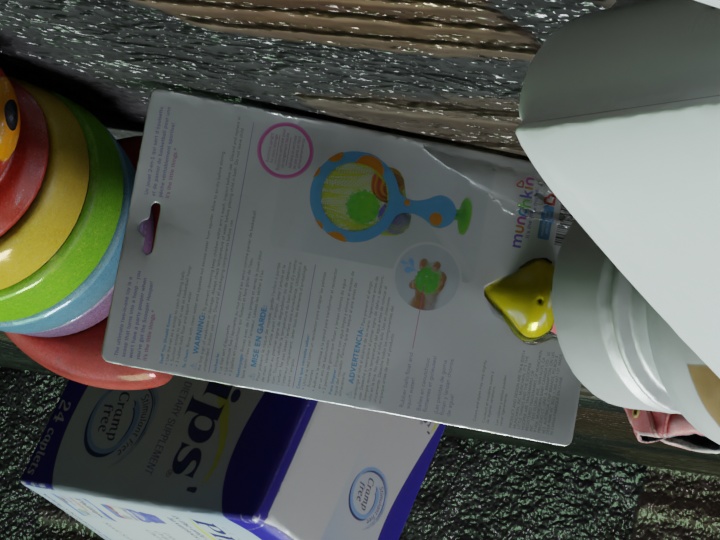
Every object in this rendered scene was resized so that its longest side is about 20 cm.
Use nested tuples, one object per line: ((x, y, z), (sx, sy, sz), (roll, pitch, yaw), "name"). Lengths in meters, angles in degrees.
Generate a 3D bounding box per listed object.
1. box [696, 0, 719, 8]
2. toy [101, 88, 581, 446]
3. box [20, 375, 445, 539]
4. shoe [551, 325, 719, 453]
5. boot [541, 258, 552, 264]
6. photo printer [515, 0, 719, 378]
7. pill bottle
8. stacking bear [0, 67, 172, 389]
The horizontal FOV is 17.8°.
((0.078, -0.093, 0.441), (0.144, 0.036, 0.200), (13, 172, -22), "box")
((0.000, 0.000, 0.975), (0.199, 0.116, 0.047), (11, 177, -2), "toy")
((-0.058, 0.069, 1.268), (0.200, 0.184, 0.105), (3, 151, 44), "box")
((0.140, 0.042, 1.198), (0.200, 0.091, 0.071), (4, 171, 40), "shoe")
((0.044, -0.004, 1.100), (0.144, 0.073, 0.200), (-16, -166, -4), "boot")
((0.152, -0.012, 0.610), (0.166, 0.070, 0.200), (46, 159, -20), "photo printer")
((0.167, 0.012, 0.823), (0.114, 0.115, 0.200), (16, 171, -37), "pill bottle")
((-0.156, -0.036, 0.983), (0.113, 0.122, 0.200), (0, 160, 22), "stacking bear")
